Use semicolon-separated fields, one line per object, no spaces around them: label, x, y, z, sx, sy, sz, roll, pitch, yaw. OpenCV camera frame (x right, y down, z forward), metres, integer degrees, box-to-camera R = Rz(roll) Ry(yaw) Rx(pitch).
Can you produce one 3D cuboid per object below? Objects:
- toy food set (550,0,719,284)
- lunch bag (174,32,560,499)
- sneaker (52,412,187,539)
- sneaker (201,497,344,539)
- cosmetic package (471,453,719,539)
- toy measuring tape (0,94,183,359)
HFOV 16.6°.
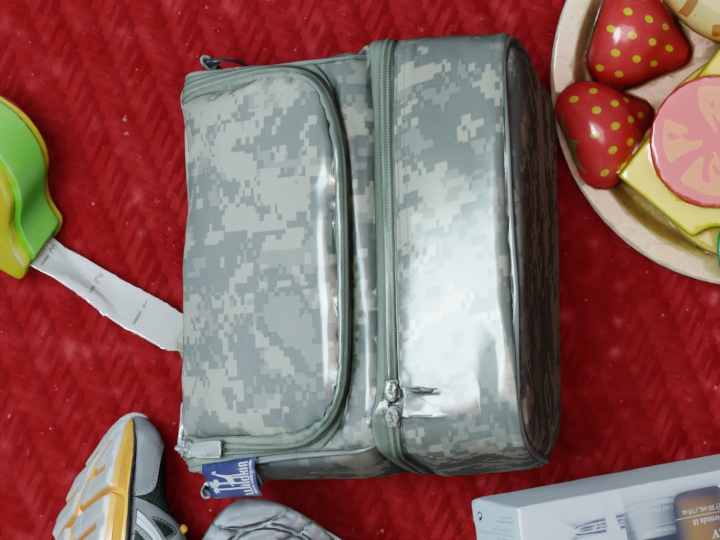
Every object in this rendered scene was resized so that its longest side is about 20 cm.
toy food set;0.189;-0.090;1.157;0.198;0.049;0.200;38;90;-1
lunch bag;0.000;0.000;1.110;0.166;0.139;0.202;-3;83;13
sneaker;-0.098;0.164;1.135;0.077;0.078;0.202;7;65;-22
sneaker;0.011;0.170;1.146;0.200;0.081;0.074;41;91;-6
cosmetic package;0.156;0.164;1.125;0.199;0.052;0.152;-8;94;-24
toy measuring tape;-0.148;-0.031;1.142;0.199;0.074;0.074;31;91;2
